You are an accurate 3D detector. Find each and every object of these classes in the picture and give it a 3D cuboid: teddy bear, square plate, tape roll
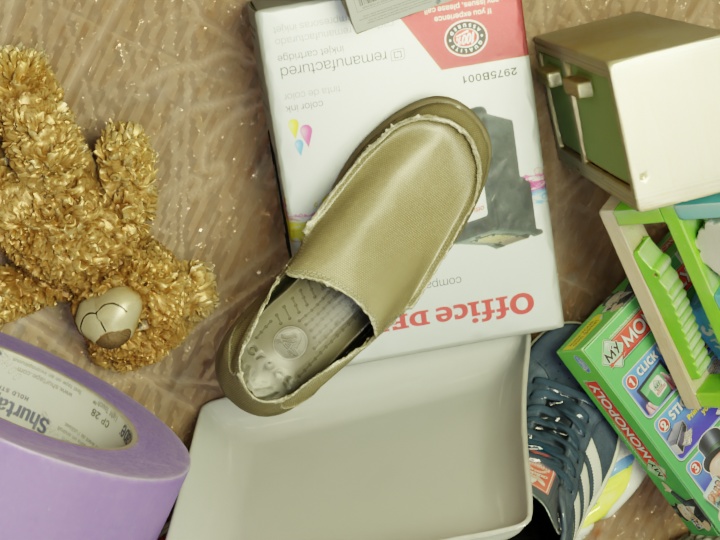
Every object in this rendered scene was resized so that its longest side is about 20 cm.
[{"bbox_3d":[-0.167,-0.028,1.128,0.144,0.067,0.201,-20,102,1],"label":"teddy bear"},{"bbox_3d":[-0.002,0.107,1.088,0.197,0.200,0.029,-14,116,11],"label":"square plate"},{"bbox_3d":[-0.196,0.098,1.083,0.199,0.200,0.085,25,98,-10],"label":"tape roll"}]

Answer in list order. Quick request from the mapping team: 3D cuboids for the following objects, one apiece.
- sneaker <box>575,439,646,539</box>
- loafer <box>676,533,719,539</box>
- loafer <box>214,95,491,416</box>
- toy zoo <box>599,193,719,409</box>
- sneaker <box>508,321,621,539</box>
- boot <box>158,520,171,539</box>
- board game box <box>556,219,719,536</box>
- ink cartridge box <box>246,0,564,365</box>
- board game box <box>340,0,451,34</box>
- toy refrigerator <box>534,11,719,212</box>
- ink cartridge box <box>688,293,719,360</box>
[{"bbox_3d":[0.067,0.120,1.178,0.200,0.076,0.105,-33,102,3],"label":"sneaker"},{"bbox_3d":[0.277,0.170,1.212,0.199,0.070,0.070,-8,94,-5],"label":"loafer"},{"bbox_3d":[0.000,0.000,1.065,0.076,0.067,0.200,34,98,-10],"label":"loafer"},{"bbox_3d":[0.226,0.012,1.020,0.020,0.199,0.132,-48,122,-38],"label":"toy zoo"},{"bbox_3d":[0.095,0.110,1.108,0.075,0.085,0.201,16,68,9],"label":"sneaker"},{"bbox_3d":[-0.129,0.240,1.148,0.072,0.144,0.201,30,96,-9],"label":"boot"},{"bbox_3d":[0.215,0.031,1.154,0.200,0.029,0.135,-43,103,-24],"label":"board game box"},{"bbox_3d":[0.026,-0.058,1.133,0.145,0.083,0.201,-10,102,-4],"label":"ink cartridge box"},{"bbox_3d":[0.073,-0.200,1.081,0.199,0.135,0.034,-19,126,-1],"label":"board game box"},{"bbox_3d":[0.142,-0.086,1.078,0.070,0.200,0.076,-14,102,-2],"label":"toy refrigerator"},{"bbox_3d":[0.280,0.018,1.055,0.115,0.200,0.068,49,51,-14],"label":"ink cartridge box"}]
